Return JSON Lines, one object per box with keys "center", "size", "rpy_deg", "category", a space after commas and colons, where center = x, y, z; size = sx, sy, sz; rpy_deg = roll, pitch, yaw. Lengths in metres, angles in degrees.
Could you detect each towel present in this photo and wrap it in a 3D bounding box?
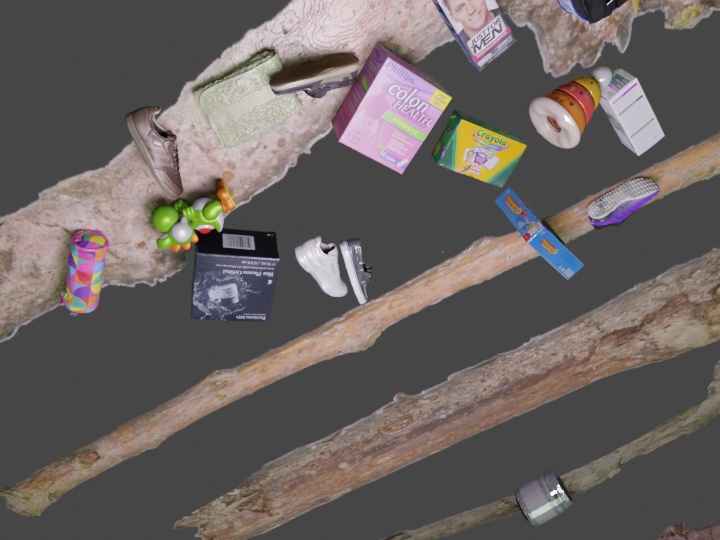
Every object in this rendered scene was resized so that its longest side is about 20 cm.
{"center": [-0.231, -0.350, 1.185], "size": [0.197, 0.037, 0.150], "rpy_deg": [-26, 130, 4], "category": "towel"}

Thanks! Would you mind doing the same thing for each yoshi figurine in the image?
{"center": [-0.379, -0.131, 1.256], "size": [0.198, 0.113, 0.113], "rpy_deg": [-34, 158, -1], "category": "yoshi figurine"}

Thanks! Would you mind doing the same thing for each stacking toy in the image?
{"center": [0.503, -0.400, 1.319], "size": [0.200, 0.146, 0.146], "rpy_deg": [-45, 127, -4], "category": "stacking toy"}

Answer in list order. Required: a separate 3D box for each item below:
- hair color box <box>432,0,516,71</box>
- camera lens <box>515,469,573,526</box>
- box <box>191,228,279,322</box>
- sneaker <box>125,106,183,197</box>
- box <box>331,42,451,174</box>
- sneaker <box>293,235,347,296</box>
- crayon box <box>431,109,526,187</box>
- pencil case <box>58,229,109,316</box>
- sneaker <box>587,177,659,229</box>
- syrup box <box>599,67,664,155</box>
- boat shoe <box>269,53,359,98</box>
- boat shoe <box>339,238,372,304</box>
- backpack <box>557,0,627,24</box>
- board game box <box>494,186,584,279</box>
{"center": [0.227, -0.524, 1.166], "size": [0.099, 0.061, 0.200], "rpy_deg": [-37, 126, 13], "category": "hair color box"}
{"center": [0.753, 0.942, 2.353], "size": [0.199, 0.161, 0.160], "rpy_deg": [-36, 127, 13], "category": "camera lens"}
{"center": [-0.307, 0.012, 1.385], "size": [0.192, 0.118, 0.203], "rpy_deg": [4, 126, -18], "category": "box"}
{"center": [-0.410, -0.245, 1.192], "size": [0.074, 0.071, 0.202], "rpy_deg": [-22, 129, 0], "category": "sneaker"}
{"center": [0.064, -0.345, 1.232], "size": [0.173, 0.097, 0.201], "rpy_deg": [21, 118, -28], "category": "box"}
{"center": [-0.081, -0.007, 1.459], "size": [0.099, 0.076, 0.200], "rpy_deg": [-33, 128, 12], "category": "sneaker"}
{"center": [0.283, -0.288, 1.360], "size": [0.196, 0.059, 0.120], "rpy_deg": [13, 122, -24], "category": "crayon box"}
{"center": [-0.637, 0.007, 1.311], "size": [0.087, 0.089, 0.202], "rpy_deg": [12, 120, -23], "category": "pencil case"}
{"center": [0.722, -0.176, 1.569], "size": [0.197, 0.070, 0.100], "rpy_deg": [-25, 136, 9], "category": "sneaker"}
{"center": [0.650, -0.383, 1.378], "size": [0.081, 0.079, 0.199], "rpy_deg": [-38, 126, 15], "category": "syrup box"}
{"center": [-0.090, -0.385, 1.162], "size": [0.197, 0.072, 0.066], "rpy_deg": [-25, 137, -20], "category": "boat shoe"}
{"center": [0.000, 0.000, 1.498], "size": [0.065, 0.070, 0.203], "rpy_deg": [-17, 121, 0], "category": "boat shoe"}
{"center": [0.453, -0.600, 1.115], "size": [0.197, 0.155, 0.192], "rpy_deg": [-27, 121, 13], "category": "backpack"}
{"center": [0.458, -0.097, 1.465], "size": [0.199, 0.197, 0.056], "rpy_deg": [33, 113, -34], "category": "board game box"}
